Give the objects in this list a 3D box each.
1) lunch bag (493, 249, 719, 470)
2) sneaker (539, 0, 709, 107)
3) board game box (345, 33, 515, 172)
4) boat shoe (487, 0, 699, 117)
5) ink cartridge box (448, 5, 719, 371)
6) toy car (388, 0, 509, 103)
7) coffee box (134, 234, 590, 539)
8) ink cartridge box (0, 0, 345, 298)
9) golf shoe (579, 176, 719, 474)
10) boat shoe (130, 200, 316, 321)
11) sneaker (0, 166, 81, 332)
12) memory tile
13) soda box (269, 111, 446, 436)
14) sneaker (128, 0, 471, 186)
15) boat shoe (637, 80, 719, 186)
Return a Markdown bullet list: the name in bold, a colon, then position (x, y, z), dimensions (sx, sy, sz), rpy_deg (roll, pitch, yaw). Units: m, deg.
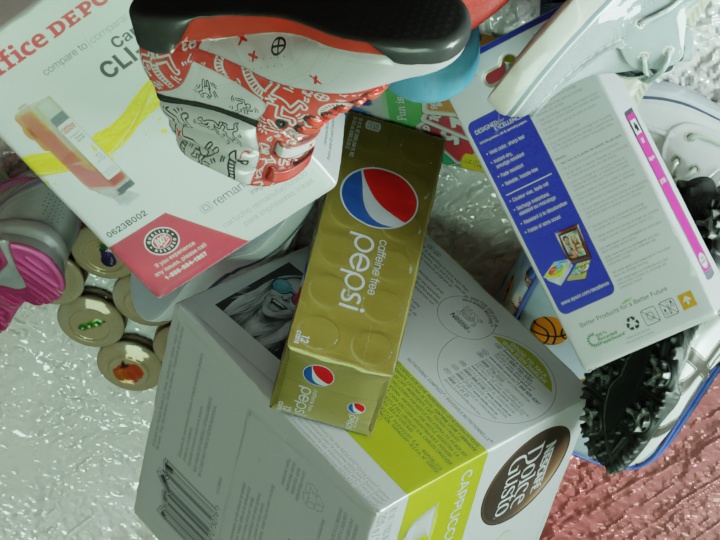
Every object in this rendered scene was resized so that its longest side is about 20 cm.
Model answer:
- **lunch bag**: position (0.168, 0.044, 1.645), dimensions (0.159, 0.076, 0.200), rpy_deg (21, 137, -7)
- **sneaker**: position (0.128, -0.127, 1.485), dimensions (0.085, 0.075, 0.200), rpy_deg (45, 121, 17)
- **board game box**: position (-0.005, -0.123, 1.562), dimensions (0.199, 0.030, 0.096), rpy_deg (14, 135, 3)
- **boat shoe**: position (0.160, -0.143, 1.369), dimensions (0.201, 0.070, 0.072), rpy_deg (-42, 90, -5)
- **ink cartridge box**: position (0.129, -0.049, 1.443), dimensions (0.094, 0.037, 0.201), rpy_deg (-25, 96, 31)
- **toy car**: position (0.083, -0.225, 1.385), dimensions (0.199, 0.177, 0.185), rpy_deg (-19, 147, -9)
- **coffee box**: position (-0.001, 0.119, 1.608), dimensions (0.200, 0.197, 0.200), rpy_deg (43, 138, 27)
- **ink cartridge box**: position (-0.126, -0.104, 1.449), dimensions (0.145, 0.084, 0.200), rpy_deg (-31, 118, 24)
- **golf shoe**: position (0.206, 0.041, 1.512), dimensions (0.094, 0.078, 0.201), rpy_deg (7, 119, -36)
- **boat shoe**: position (-0.077, -0.025, 1.621), dimensions (0.065, 0.074, 0.200), rpy_deg (2, 158, -38)
- **sneaker**: position (-0.241, -0.019, 1.678), dimensions (0.081, 0.089, 0.200), rpy_deg (37, 152, -25)
- **memory tile**: position (-0.128, 0.014, 1.726), dimensions (0.199, 0.017, 0.154), rpy_deg (-17, 127, 27)
- **soda box**: position (0.000, 0.000, 1.522), dimensions (0.067, 0.201, 0.064), rpy_deg (16, 140, -2)
- **sneaker**: position (-0.024, -0.100, 1.332), dimensions (0.200, 0.067, 0.108), rpy_deg (5, 130, 26)
- **boat shoe**: position (0.211, -0.064, 1.538), dimensions (0.199, 0.067, 0.074), rpy_deg (13, 134, 1)
